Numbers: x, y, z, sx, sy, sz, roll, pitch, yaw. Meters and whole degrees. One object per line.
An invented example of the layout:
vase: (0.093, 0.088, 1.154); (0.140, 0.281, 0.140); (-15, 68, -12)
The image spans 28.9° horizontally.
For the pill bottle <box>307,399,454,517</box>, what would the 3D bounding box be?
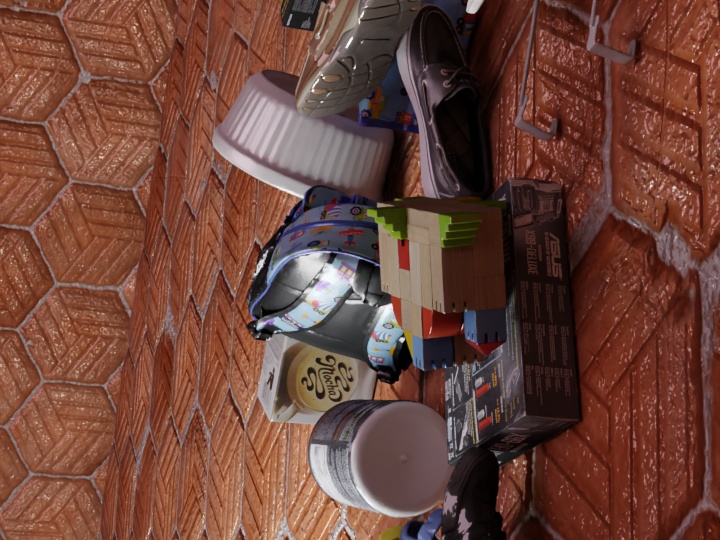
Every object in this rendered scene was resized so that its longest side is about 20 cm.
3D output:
pill bottle: (0.011, 0.176, 1.339); (0.200, 0.106, 0.107); (166, 109, -72)

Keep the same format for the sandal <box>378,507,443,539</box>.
sandal: (0.079, 0.268, 1.150); (0.087, 0.079, 0.200); (-46, 41, 18)

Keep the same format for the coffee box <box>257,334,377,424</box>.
coffee box: (-0.036, 0.062, 1.521); (0.080, 0.113, 0.200); (-131, 50, -67)

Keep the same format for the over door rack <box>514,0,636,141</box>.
over door rack: (0.150, -0.225, 1.098); (0.148, 0.066, 0.200); (132, 140, -64)

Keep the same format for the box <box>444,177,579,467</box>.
box: (0.116, 0.046, 1.139); (0.158, 0.050, 0.200); (131, 142, -61)

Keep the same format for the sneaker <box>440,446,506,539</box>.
sneaker: (0.105, 0.242, 1.068); (0.104, 0.060, 0.200); (10, 78, 30)

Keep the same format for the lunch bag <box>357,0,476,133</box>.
lunch bag: (0.042, -0.238, 1.423); (0.200, 0.094, 0.151); (-111, 32, -66)

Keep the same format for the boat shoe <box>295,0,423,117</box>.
boat shoe: (-0.007, -0.220, 1.294); (0.200, 0.076, 0.072); (-50, 52, 43)

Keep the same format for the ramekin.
ramekin: (-0.054, -0.146, 1.531); (0.094, 0.202, 0.202); (-66, 22, 15)

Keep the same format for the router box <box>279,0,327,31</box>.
router box: (-0.062, -0.449, 1.882); (0.200, 0.052, 0.158); (116, 154, -48)

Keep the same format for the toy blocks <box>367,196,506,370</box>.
toy blocks: (0.064, 0.016, 1.110); (0.200, 0.100, 0.137); (-162, 67, -72)

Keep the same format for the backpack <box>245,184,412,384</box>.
backpack: (0.000, 0.000, 1.308); (0.200, 0.182, 0.135); (126, 162, -62)

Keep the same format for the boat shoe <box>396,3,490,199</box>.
boat shoe: (0.082, -0.153, 1.275); (0.066, 0.070, 0.201); (-19, 73, 59)

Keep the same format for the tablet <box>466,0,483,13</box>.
tablet: (0.131, -0.308, 1.125); (0.130, 0.014, 0.200); (-56, 12, 46)
